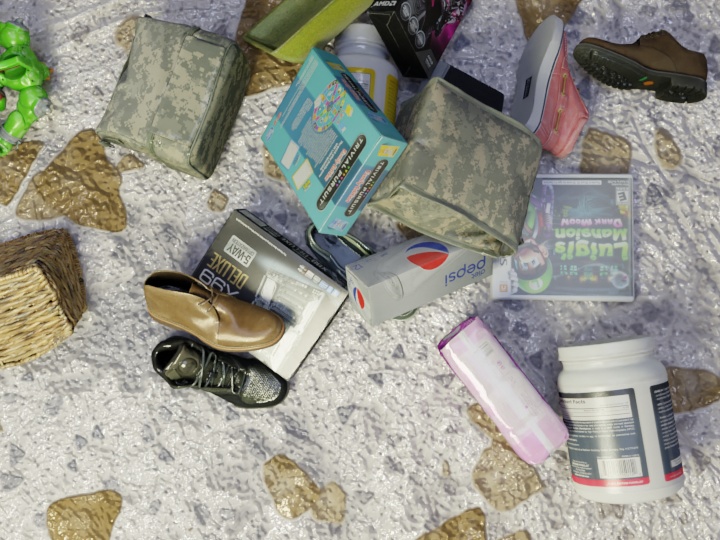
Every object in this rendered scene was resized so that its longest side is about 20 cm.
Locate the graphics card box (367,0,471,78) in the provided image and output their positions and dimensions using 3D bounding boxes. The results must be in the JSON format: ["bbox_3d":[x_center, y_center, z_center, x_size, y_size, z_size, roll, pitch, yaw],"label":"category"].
[{"bbox_3d":[0.095,-0.381,1.032,0.051,0.125,0.200,16,67,36],"label":"graphics card box"}]

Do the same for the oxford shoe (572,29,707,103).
[{"bbox_3d":[0.395,-0.300,1.060,0.200,0.073,0.085,12,83,-11],"label":"oxford shoe"}]

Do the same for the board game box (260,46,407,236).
[{"bbox_3d":[-0.041,-0.167,0.970,0.151,0.047,0.200,-54,50,28],"label":"board game box"}]

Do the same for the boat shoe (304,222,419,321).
[{"bbox_3d":[0.000,0.000,1.062,0.200,0.062,0.073,42,88,5],"label":"boat shoe"}]

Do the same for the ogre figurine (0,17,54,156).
[{"bbox_3d":[-0.522,-0.280,1.100,0.120,0.098,0.200,-16,73,13],"label":"ogre figurine"}]

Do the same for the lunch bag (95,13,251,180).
[{"bbox_3d":[-0.267,-0.248,1.060,0.168,0.139,0.200,19,86,4],"label":"lunch bag"}]

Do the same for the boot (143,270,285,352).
[{"bbox_3d":[-0.198,0.052,1.000,0.200,0.076,0.074,14,54,9],"label":"boot"}]

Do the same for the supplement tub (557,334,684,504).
[{"bbox_3d":[0.338,0.192,0.988,0.140,0.140,0.200,-8,85,3],"label":"supplement tub"}]

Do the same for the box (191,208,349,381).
[{"bbox_3d":[-0.133,0.032,1.059,0.200,0.050,0.158,36,101,5],"label":"box"}]

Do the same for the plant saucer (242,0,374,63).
[{"bbox_3d":[-0.059,-0.363,1.055,0.200,0.200,0.048,-41,120,-1],"label":"plant saucer"}]

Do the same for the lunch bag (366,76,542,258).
[{"bbox_3d":[0.133,-0.122,0.963,0.200,0.118,0.164,24,71,-19],"label":"lunch bag"}]

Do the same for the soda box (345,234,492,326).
[{"bbox_3d":[0.082,0.000,1.011,0.200,0.063,0.068,-21,128,-21],"label":"soda box"}]

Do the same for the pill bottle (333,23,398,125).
[{"bbox_3d":[-0.004,-0.236,1.058,0.111,0.111,0.200,5,86,4],"label":"pill bottle"}]

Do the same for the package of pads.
[{"bbox_3d":[0.188,0.158,1.010,0.076,0.121,0.200,-38,85,0],"label":"package of pads"}]

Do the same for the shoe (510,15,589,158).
[{"bbox_3d":[0.276,-0.259,1.070,0.091,0.071,0.200,23,71,-21],"label":"shoe"}]

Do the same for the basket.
[{"bbox_3d":[-0.503,0.045,1.089,0.200,0.149,0.143,-17,118,2],"label":"basket"}]

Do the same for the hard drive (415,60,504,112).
[{"bbox_3d":[0.126,-0.182,1.054,0.135,0.042,0.200,22,83,-21],"label":"hard drive"}]

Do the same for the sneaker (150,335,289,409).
[{"bbox_3d":[-0.199,0.145,1.038,0.199,0.114,0.076,21,89,3],"label":"sneaker"}]

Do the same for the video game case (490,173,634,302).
[{"bbox_3d":[0.286,-0.048,1.070,0.200,0.023,0.182,1,86,3],"label":"video game case"}]
